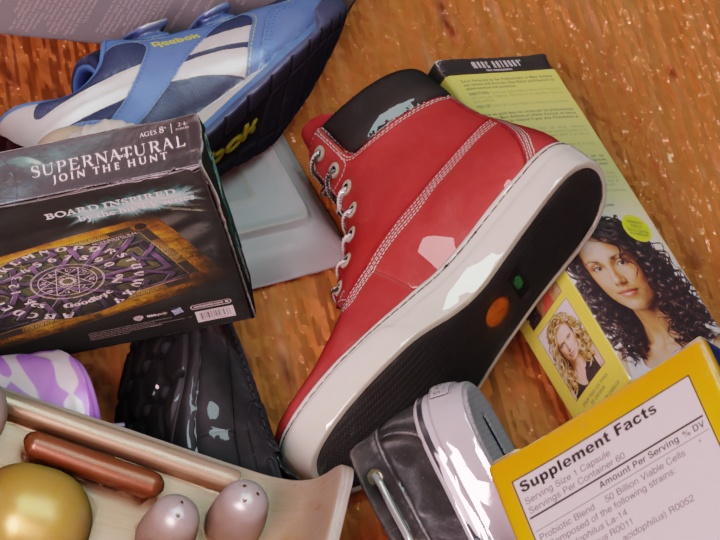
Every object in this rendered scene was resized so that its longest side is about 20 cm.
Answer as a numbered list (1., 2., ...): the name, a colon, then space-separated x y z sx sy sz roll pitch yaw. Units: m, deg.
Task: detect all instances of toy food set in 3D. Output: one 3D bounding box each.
1. toy food set: -0.110 0.106 1.024 0.199 0.060 0.144 19 55 -7

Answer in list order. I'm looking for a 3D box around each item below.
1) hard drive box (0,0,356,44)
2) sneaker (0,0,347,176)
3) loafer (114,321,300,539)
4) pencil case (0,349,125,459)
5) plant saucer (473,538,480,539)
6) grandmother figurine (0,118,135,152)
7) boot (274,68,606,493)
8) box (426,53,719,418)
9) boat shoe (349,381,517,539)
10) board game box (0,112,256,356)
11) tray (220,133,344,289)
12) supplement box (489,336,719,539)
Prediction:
1. hard drive box: -0.113 -0.187 1.301 0.199 0.077 0.156 2 47 -41
2. sneaker: -0.083 -0.086 1.243 0.082 0.074 0.200 39 50 17
3. loafer: -0.061 0.091 1.147 0.070 0.068 0.201 20 41 -31
4. pencil case: -0.201 0.082 1.096 0.199 0.084 0.086 -4 95 -21
5. plant saucer: 0.093 0.200 1.054 0.200 0.019 0.070 52 23 -11
6. grandmother figurine: -0.184 -0.041 1.148 0.199 0.121 0.061 0 82 12
7. boot: 0.000 0.000 1.229 0.144 0.073 0.200 30 71 34
8. box: 0.098 -0.015 1.284 0.075 0.050 0.201 -7 54 -37
9. boat shoe: 0.061 0.148 1.136 0.201 0.071 0.072 65 19 10
10. board game box: -0.150 -0.002 1.096 0.199 0.135 0.028 -11 61 1
11. tray: -0.109 -0.029 1.250 0.199 0.022 0.108 -14 57 -27
12. supplement box: 0.152 0.148 1.077 0.109 0.109 0.201 27 36 -55
